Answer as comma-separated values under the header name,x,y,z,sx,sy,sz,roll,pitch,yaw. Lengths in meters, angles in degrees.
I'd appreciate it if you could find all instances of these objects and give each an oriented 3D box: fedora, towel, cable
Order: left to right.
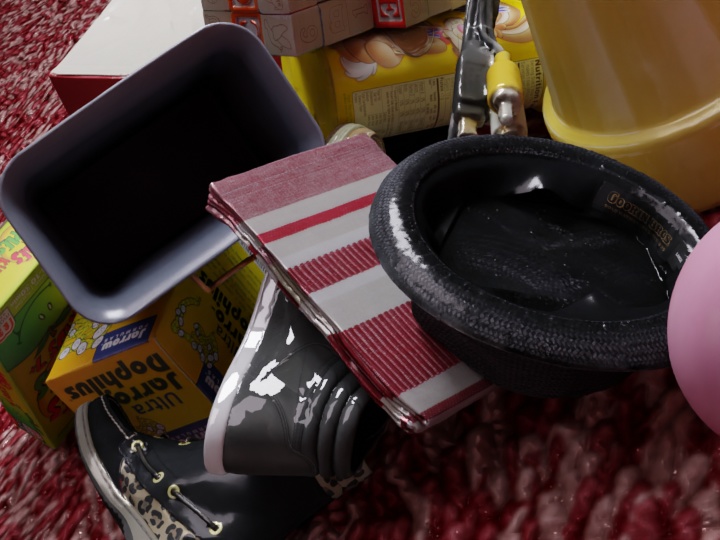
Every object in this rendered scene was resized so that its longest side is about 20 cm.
name,x,y,z,sx,sy,sz,roll,pitch,yaw
towel,0.016,0.001,0.735,0.143,0.200,0.023,-23,-29,-41
cable,0.089,-0.141,0.810,0.050,0.097,0.202,10,55,0
fedora,0.098,0.011,0.674,0.198,0.092,0.202,5,42,-5

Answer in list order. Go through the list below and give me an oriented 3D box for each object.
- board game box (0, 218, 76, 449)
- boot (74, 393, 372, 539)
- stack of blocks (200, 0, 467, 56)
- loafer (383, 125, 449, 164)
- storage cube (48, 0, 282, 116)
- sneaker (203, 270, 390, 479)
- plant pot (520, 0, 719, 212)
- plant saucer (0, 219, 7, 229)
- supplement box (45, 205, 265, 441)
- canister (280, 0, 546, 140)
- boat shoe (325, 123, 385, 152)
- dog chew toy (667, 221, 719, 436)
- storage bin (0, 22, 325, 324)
name,x,y,z,sx,sy,sz,roll,pitch,yaw
board game box,-0.254,0.050,0.962,0.047,0.201,0.102,26,62,19
boot,-0.094,0.120,0.800,0.153,0.074,0.204,-39,45,-4
stack of blocks,-0.006,-0.208,0.876,0.114,0.059,0.199,10,28,39
loafer,0.042,-0.097,0.967,0.071,0.063,0.201,-20,35,28
storage cube,-0.129,-0.150,1.063,0.198,0.181,0.172,5,48,26
sneaker,-0.018,0.046,0.739,0.098,0.071,0.201,12,52,9
plant pot,0.189,-0.169,0.782,0.200,0.189,0.202,-28,31,18
plant saucer,-0.248,-0.003,1.014,0.029,0.201,0.200,35,72,23
supplement box,-0.142,0.034,0.942,0.108,0.110,0.201,-21,35,26
canister,0.051,-0.159,0.931,0.198,0.087,0.149,-13,23,-16
boat shoe,0.000,0.000,0.831,0.076,0.071,0.202,7,87,33
dog chew toy,0.237,0.037,0.529,0.199,0.125,0.125,15,58,45
storage bin,-0.133,-0.057,0.843,0.199,0.146,0.134,-37,8,-10
